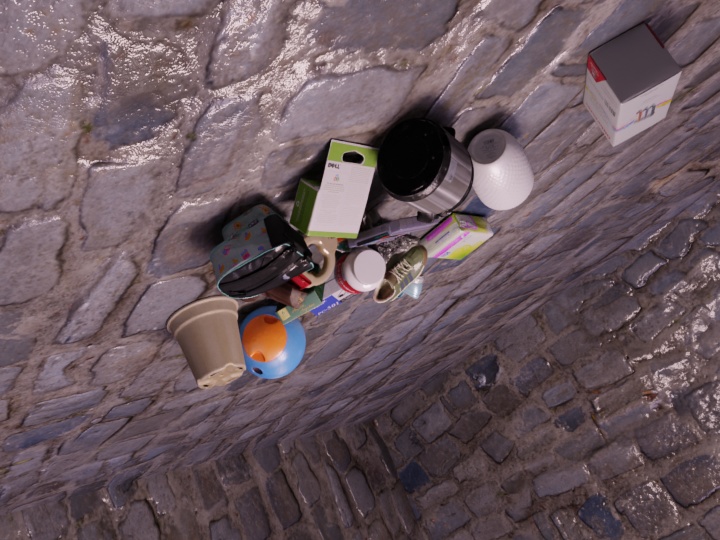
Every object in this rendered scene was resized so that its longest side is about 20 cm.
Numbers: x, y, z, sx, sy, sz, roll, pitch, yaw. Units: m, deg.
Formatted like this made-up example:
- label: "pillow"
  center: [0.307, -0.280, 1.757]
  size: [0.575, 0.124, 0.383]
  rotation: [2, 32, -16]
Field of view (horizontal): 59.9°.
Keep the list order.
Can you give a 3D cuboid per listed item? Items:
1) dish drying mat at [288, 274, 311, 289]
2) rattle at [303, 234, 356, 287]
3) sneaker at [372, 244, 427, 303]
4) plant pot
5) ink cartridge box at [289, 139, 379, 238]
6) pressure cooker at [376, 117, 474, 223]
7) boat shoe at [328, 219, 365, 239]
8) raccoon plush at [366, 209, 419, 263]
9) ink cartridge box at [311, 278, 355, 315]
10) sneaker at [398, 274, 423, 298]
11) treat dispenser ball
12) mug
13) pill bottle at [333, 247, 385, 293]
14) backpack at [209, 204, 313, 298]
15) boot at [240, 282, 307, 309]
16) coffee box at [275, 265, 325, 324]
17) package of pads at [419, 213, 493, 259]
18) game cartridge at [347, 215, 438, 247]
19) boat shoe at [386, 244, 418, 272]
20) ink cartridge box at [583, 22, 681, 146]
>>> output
- label: "dish drying mat"
  center: [-0.181, 0.027, 1.514]
  size: [0.018, 0.076, 0.199]
  rotation: [-55, -166, -23]
- label: "rattle"
  center: [-0.116, -0.044, 1.571]
  size: [0.200, 0.131, 0.142]
  rotation: [-48, -167, -33]
- label: "sneaker"
  center: [0.104, 0.018, 1.702]
  size: [0.201, 0.067, 0.089]
  rotation: [-53, 162, 27]
- label: "plant pot"
  center: [-0.390, 0.199, 1.644]
  size: [0.196, 0.187, 0.201]
  rotation: [-21, 158, -9]
- label: "ink cartridge box"
  center: [-0.053, -0.179, 1.331]
  size: [0.146, 0.075, 0.205]
  rotation: [0, 113, -43]
- label: "pressure cooker"
  center: [0.146, -0.209, 1.326]
  size: [0.175, 0.181, 0.198]
  rotation: [-38, 154, 23]
- label: "boat shoe"
  center: [-0.062, -0.112, 1.457]
  size: [0.197, 0.073, 0.072]
  rotation: [2, 146, -49]
- label: "raccoon plush"
  center: [0.090, -0.100, 1.634]
  size: [0.132, 0.098, 0.201]
  rotation: [-28, 159, -14]
- label: "ink cartridge box"
  center: [-0.069, 0.062, 1.874]
  size: [0.197, 0.045, 0.094]
  rotation: [-29, 156, 8]
- label: "sneaker"
  center: [0.092, 0.035, 1.806]
  size: [0.197, 0.084, 0.073]
  rotation: [16, -166, 43]
- label: "treat dispenser ball"
  center: [-0.253, 0.204, 1.775]
  size: [0.197, 0.204, 0.202]
  rotation: [-21, 158, -9]
- label: "mug"
  center: [0.299, -0.247, 1.484]
  size: [0.195, 0.152, 0.175]
  rotation: [-1, 160, 27]
- label: "pill bottle"
  center: [0.000, 0.000, 1.636]
  size: [0.110, 0.115, 0.200]
  rotation: [-19, 180, -14]
- label: "backpack"
  center: [-0.225, -0.032, 1.347]
  size: [0.198, 0.155, 0.176]
  rotation: [-34, 157, 9]
- label: "boot"
  center: [-0.214, 0.058, 1.527]
  size: [0.195, 0.066, 0.187]
  rotation: [17, 163, 16]
- label: "coffee box"
  center: [-0.153, 0.061, 1.632]
  size: [0.121, 0.045, 0.201]
  rotation: [-28, -163, 8]
- label: "package of pads"
  center: [0.292, -0.101, 1.871]
  size: [0.197, 0.069, 0.154]
  rotation: [1, 148, -49]
- label: "game cartridge"
  center: [0.071, -0.090, 1.455]
  size: [0.128, 0.039, 0.198]
  rotation: [-18, -178, -38]
- label: "boat shoe"
  center: [0.103, -0.044, 1.795]
  size: [0.198, 0.065, 0.076]
  rotation: [-23, 131, -49]
- label: "ink cartridge box"
  center: [0.606, -0.413, 1.412]
  size: [0.142, 0.148, 0.200]
  rotation: [-28, 159, 7]
